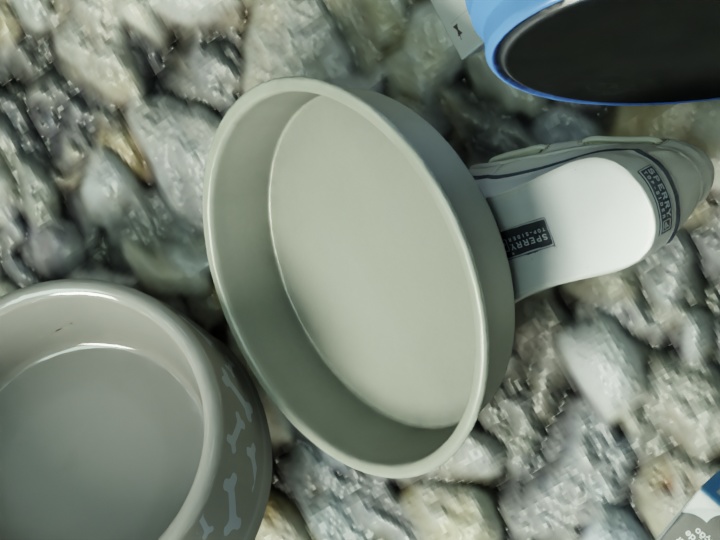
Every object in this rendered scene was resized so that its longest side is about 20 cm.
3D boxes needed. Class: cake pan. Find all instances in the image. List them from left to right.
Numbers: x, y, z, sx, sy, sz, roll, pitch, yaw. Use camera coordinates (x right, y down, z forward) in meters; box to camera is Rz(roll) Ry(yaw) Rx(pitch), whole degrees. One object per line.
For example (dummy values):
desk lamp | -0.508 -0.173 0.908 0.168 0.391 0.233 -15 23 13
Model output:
cake pan | 0.000 0.000 1.025 0.200 0.037 0.201 27 128 40

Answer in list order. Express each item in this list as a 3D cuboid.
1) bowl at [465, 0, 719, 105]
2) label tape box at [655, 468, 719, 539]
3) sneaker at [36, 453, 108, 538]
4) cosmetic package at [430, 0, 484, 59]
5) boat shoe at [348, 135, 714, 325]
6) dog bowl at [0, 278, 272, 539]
bowl | 0.143 -0.113 0.887 0.200 0.200 0.040 -11 76 26
label tape box | 0.167 0.212 1.015 0.143 0.066 0.200 40 112 13
sneaker | -0.209 0.150 1.173 0.114 0.073 0.201 44 110 20
cosmetic package | 0.066 -0.196 0.930 0.151 0.052 0.200 60 155 2
boat shoe | 0.079 -0.026 1.010 0.200 0.066 0.072 -19 95 48
dog bowl | -0.147 0.095 1.088 0.199 0.059 0.201 -5 67 11
